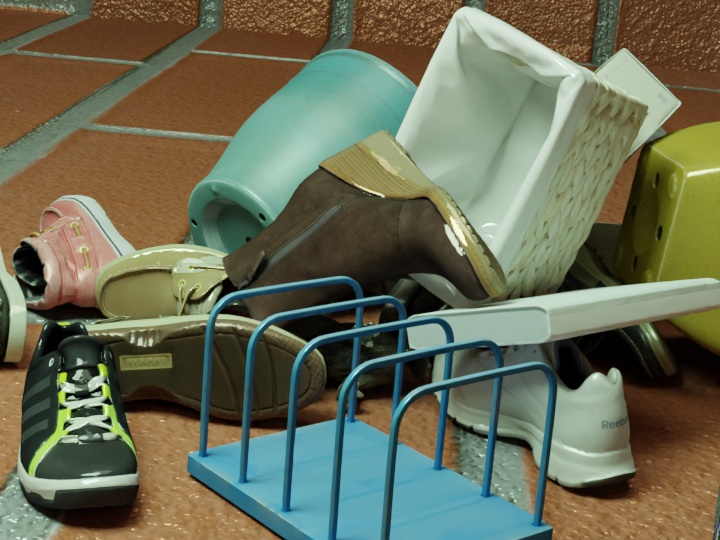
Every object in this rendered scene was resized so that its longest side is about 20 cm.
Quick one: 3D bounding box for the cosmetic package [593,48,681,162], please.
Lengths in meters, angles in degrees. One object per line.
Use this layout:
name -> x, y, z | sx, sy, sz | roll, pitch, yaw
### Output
cosmetic package -> 0.185, -0.095, 1.292 | 0.073, 0.200, 0.103 | 45, 56, 6

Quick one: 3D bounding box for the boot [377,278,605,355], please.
boot -> 0.124, 0.028, 1.217 | 0.173, 0.070, 0.200 | 12, 43, 22

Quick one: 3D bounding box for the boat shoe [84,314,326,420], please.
boat shoe -> -0.121, 0.061, 1.057 | 0.201, 0.075, 0.075 | 6, 11, 5

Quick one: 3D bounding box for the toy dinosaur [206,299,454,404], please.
toy dinosaur -> -0.020, 0.061, 1.120 | 0.198, 0.078, 0.102 | 0, -1, 17

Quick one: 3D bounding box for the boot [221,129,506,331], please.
boot -> 0.000, 0.000, 1.059 | 0.072, 0.166, 0.200 | 48, 2, -46

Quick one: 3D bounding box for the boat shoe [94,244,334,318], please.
boat shoe -> -0.121, 0.023, 1.184 | 0.198, 0.075, 0.066 | 0, 19, 1

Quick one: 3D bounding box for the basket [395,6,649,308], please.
basket -> 0.112, -0.080, 1.131 | 0.135, 0.201, 0.123 | 37, 18, 35

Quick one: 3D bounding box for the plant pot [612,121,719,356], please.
plant pot -> 0.326, -0.025, 1.210 | 0.198, 0.197, 0.194 | 11, 15, -10

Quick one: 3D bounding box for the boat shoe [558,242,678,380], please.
boat shoe -> 0.201, 0.038, 1.250 | 0.066, 0.072, 0.201 | -33, 38, 1

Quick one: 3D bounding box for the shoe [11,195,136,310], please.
shoe -> -0.268, -0.018, 1.285 | 0.090, 0.072, 0.200 | 1, 20, -32

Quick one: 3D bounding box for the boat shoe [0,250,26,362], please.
boat shoe -> -0.315, 0.014, 1.159 | 0.060, 0.072, 0.201 | 1, 19, -26

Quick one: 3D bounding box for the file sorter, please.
file sorter -> 0.006, 0.092, 0.897 | 0.138, 0.124, 0.199 | -9, 21, -38

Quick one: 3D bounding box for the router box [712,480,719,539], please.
router box -> 0.314, 0.161, 0.872 | 0.198, 0.053, 0.157 | 9, 17, 15

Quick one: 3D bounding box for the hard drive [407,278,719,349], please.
hard drive -> 0.149, 0.031, 1.047 | 0.199, 0.026, 0.131 | -6, 0, -43

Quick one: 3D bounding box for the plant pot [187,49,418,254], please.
plant pot -> -0.045, -0.067, 1.299 | 0.199, 0.201, 0.188 | 17, 42, 37

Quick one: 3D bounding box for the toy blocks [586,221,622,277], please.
toy blocks -> 0.270, -0.020, 1.438 | 0.136, 0.101, 0.199 | 5, 3, 34

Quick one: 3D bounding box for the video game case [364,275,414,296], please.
video game case -> 0.118, 0.013, 1.380 | 0.199, 0.023, 0.182 | -10, 22, -41

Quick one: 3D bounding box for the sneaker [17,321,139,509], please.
sneaker -> -0.188, 0.085, 0.933 | 0.071, 0.083, 0.200 | -2, 17, -21

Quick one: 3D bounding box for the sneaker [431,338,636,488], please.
sneaker -> 0.124, 0.081, 1.032 | 0.074, 0.088, 0.200 | -9, 20, -35
